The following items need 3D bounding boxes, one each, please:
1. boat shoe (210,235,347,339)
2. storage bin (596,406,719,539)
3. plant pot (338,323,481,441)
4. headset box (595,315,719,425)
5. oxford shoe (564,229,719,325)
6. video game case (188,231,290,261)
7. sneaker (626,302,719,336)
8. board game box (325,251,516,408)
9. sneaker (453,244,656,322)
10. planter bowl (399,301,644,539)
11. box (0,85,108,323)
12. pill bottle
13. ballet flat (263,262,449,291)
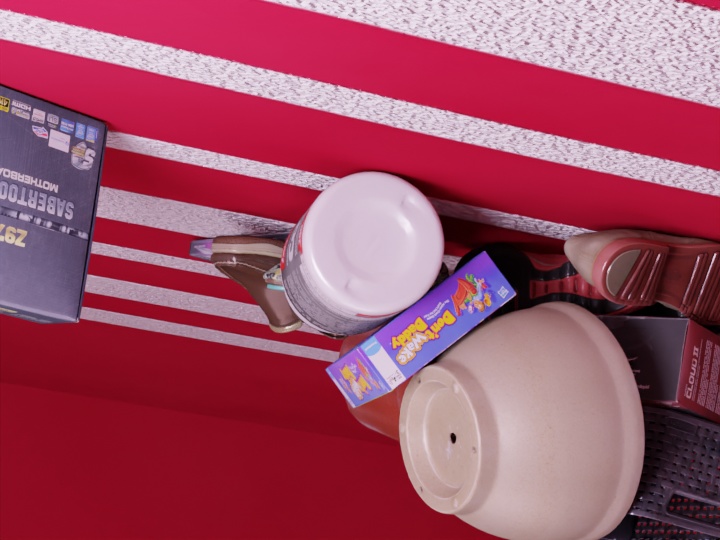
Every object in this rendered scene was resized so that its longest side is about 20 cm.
[{"bbox_3d":[-0.066,0.021,1.752,0.074,0.075,0.202,-1,166,40],"label":"boat shoe"},{"bbox_3d":[0.235,0.180,1.617,0.135,0.094,0.200,18,164,-26],"label":"storage bin"},{"bbox_3d":[0.086,0.109,1.943,0.200,0.202,0.195,14,176,-31],"label":"plant pot"},{"bbox_3d":[0.254,0.096,1.620,0.148,0.078,0.200,0,164,39],"label":"headset box"},{"bbox_3d":[0.258,-0.005,1.564,0.199,0.071,0.075,13,-165,-36],"label":"oxford shoe"},{"bbox_3d":[-0.051,-0.012,1.821,0.142,0.019,0.199,17,167,-41],"label":"video game case"},{"bbox_3d":[0.335,0.045,1.689,0.200,0.076,0.115,-4,163,39],"label":"sneaker"},{"bbox_3d":[0.047,0.054,1.596,0.134,0.045,0.200,-37,179,-11],"label":"board game box"},{"bbox_3d":[0.178,0.021,1.682,0.199,0.074,0.087,2,171,33],"label":"sneaker"},{"bbox_3d":[0.117,0.131,1.521,0.134,0.201,0.200,-5,178,-31],"label":"planter bowl"},{"bbox_3d":[-0.282,-0.056,1.357,0.051,0.159,0.200,-2,165,44],"label":"box"},{"bbox_3d":[-0.006,-0.008,1.544,0.113,0.115,0.200,9,169,-9],"label":"pill bottle"},{"bbox_3d":[0.000,0.000,1.705,0.199,0.075,0.074,12,169,-37],"label":"ballet flat"}]
